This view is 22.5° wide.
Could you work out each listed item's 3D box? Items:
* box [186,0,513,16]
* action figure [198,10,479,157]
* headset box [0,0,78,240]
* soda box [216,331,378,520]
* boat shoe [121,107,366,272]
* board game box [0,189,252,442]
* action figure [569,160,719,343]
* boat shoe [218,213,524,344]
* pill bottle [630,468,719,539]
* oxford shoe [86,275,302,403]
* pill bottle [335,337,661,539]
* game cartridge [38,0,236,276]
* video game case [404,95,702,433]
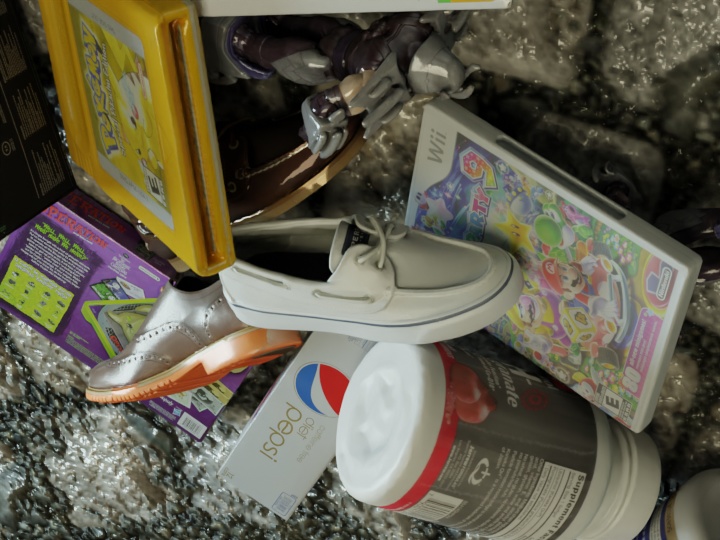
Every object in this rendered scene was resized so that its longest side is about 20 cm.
[{"bbox_3d":[0.002,-0.213,1.016,0.198,0.113,0.102,3,123,24],"label":"box"},{"bbox_3d":[-0.014,-0.128,1.070,0.199,0.130,0.070,17,133,34],"label":"action figure"},{"bbox_3d":[-0.293,-0.090,1.160,0.092,0.200,0.175,-7,111,27],"label":"headset box"},{"bbox_3d":[-0.025,0.083,1.261,0.063,0.068,0.200,33,129,-2],"label":"soda box"},{"bbox_3d":[-0.081,-0.064,1.182,0.199,0.071,0.070,-29,110,36],"label":"boat shoe"},{"bbox_3d":[-0.169,0.028,1.313,0.199,0.032,0.120,35,132,-2],"label":"board game box"},{"bbox_3d":[0.190,-0.013,1.103,0.199,0.070,0.131,-9,123,32],"label":"action figure"},{"bbox_3d":[0.000,0.000,1.122,0.198,0.074,0.066,-4,138,19],"label":"boat shoe"},{"bbox_3d":[0.208,0.233,1.232,0.115,0.116,0.200,37,129,-4],"label":"pill bottle"},{"bbox_3d":[-0.122,0.044,1.260,0.199,0.071,0.074,-21,82,37],"label":"oxford shoe"},{"bbox_3d":[0.093,0.118,1.171,0.199,0.111,0.111,19,135,-27],"label":"pill bottle"},{"bbox_3d":[-0.148,-0.112,1.132,0.200,0.032,0.178,36,141,48],"label":"game cartridge"},{"bbox_3d":[0.110,-0.004,1.122,0.199,0.018,0.144,35,139,25],"label":"video game case"}]
